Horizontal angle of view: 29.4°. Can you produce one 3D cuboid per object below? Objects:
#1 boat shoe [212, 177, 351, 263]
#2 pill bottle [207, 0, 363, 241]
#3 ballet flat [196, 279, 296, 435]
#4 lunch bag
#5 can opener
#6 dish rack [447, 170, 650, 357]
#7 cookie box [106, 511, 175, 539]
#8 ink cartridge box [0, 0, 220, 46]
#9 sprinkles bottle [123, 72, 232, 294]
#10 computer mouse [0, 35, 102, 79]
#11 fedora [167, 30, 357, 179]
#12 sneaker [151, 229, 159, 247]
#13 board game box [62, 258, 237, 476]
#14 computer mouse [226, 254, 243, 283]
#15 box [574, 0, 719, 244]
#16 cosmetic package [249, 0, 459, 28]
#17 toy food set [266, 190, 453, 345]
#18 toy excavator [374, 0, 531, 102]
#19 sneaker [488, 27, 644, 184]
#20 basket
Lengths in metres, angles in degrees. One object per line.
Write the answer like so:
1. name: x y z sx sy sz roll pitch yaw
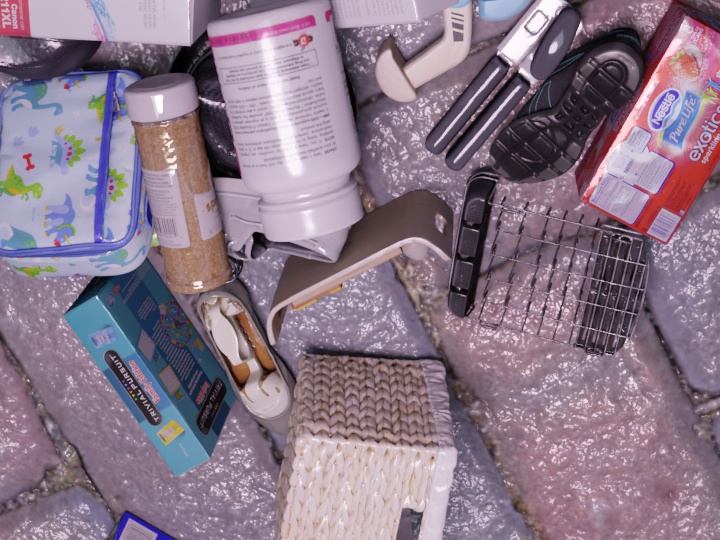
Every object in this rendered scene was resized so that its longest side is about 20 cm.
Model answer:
1. boat shoe: -0.102 -0.043 1.352 0.197 0.072 0.069 9 73 18
2. pill bottle: -0.062 -0.136 1.231 0.112 0.113 0.203 -10 104 9
3. ballet flat: -0.120 0.101 1.454 0.067 0.064 0.202 -21 107 13
4. lunch bag: -0.274 -0.097 1.339 0.158 0.083 0.203 0 69 8
5. can opener: 0.138 -0.179 1.323 0.053 0.067 0.200 38 109 -7
6. dish rack: 0.186 0.000 1.365 0.197 0.055 0.155 15 121 11
7. cookie box: -0.250 0.408 1.572 0.170 0.075 0.201 31 110 -6
8. ink cartridge box: -0.238 -0.270 1.287 0.197 0.146 0.084 5 112 5
9. sprinkles bottle: -0.171 -0.081 1.296 0.067 0.068 0.202 -6 113 8
10. computer mouse: -0.345 -0.217 1.325 0.197 0.139 0.053 4 111 1
11. fedora: -0.103 -0.154 1.333 0.198 0.092 0.204 1 103 6
12. sneaker: -0.285 -0.058 1.416 0.197 0.077 0.085 -8 98 1
13. board game box: -0.211 0.089 1.412 0.047 0.151 0.201 -28 105 16
14. computer mouse: -0.099 -0.036 1.398 0.198 0.034 0.059 -28 95 3
15. box: 0.295 -0.142 1.304 0.099 0.096 0.202 25 111 -5
16. cosmetic package: -0.014 -0.278 1.252 0.198 0.071 0.103 5 115 39
17. toy food set: 0.000 0.000 1.362 0.198 0.144 0.061 -27 107 14
18. toy excavator: 0.102 -0.261 1.290 0.192 0.100 0.202 -3 118 8
19. sneaker: 0.203 -0.158 1.326 0.075 0.080 0.200 39 129 -14
20. basket: 0.001 0.209 1.400 0.159 0.200 0.201 9 113 -5
